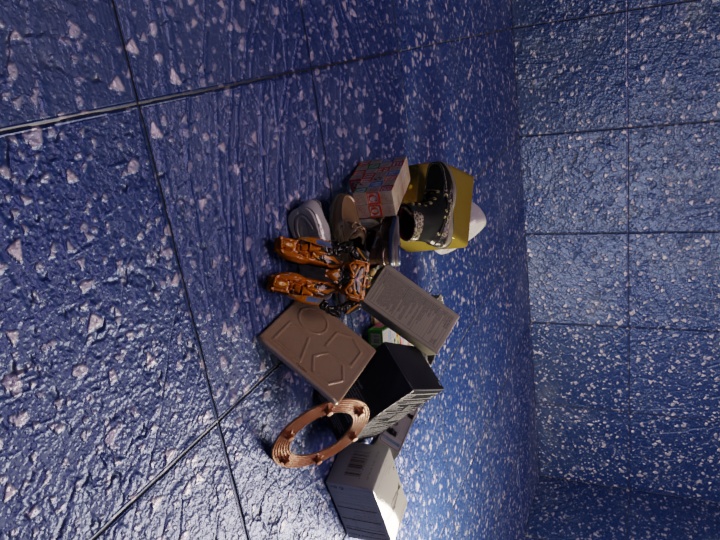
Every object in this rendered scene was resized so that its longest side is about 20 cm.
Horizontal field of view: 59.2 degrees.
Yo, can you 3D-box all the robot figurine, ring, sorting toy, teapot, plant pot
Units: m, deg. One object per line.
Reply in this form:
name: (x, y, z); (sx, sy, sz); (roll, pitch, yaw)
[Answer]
robot figurine: (-0.068, 0.007, 1.169); (0.198, 0.058, 0.146); (12, 83, -21)
ring: (-0.071, 0.309, 1.178); (0.019, 0.200, 0.201); (55, 2, 38)
sorting toy: (-0.079, 0.144, 1.184); (0.037, 0.185, 0.200); (-53, 176, 32)
teapot: (0.271, -0.154, 1.898); (0.147, 0.196, 0.200); (58, -12, 14)
plant pot: (0.150, -0.173, 1.604); (0.199, 0.194, 0.196); (23, 70, -49)

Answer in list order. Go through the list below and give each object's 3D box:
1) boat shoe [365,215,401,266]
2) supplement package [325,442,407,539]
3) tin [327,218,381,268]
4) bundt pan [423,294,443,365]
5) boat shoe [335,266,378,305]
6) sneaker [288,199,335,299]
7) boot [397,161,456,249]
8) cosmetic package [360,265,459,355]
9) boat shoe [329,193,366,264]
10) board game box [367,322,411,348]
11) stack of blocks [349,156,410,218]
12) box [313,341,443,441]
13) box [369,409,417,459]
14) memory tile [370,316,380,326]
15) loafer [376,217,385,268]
boat shoe: (0.046, -0.068, 1.316); (0.200, 0.072, 0.073); (-87, 176, -70)
supplement package: (0.018, 0.498, 1.418); (0.117, 0.116, 0.201); (-60, 143, -47)
tin: (-0.009, -0.060, 1.360); (0.199, 0.042, 0.113); (-8, 75, -47)
bundt pan: (0.174, 0.160, 1.759); (0.202, 0.075, 0.204); (8, 90, -72)
boat shoe: (0.000, 0.000, 1.422); (0.075, 0.068, 0.201); (61, 39, -46)
sneaker: (-0.081, -0.040, 1.252); (0.081, 0.076, 0.202); (-54, 139, -62)
boot: (0.147, -0.154, 1.430); (0.153, 0.073, 0.206); (2, 87, -49)
cosmetic package: (0.102, 0.086, 1.374); (0.104, 0.199, 0.073); (-55, -174, -15)
boat shoe: (-0.015, -0.068, 1.282); (0.071, 0.064, 0.202); (10, 67, -42)
board game box: (0.081, 0.198, 1.594); (0.200, 0.040, 0.155); (-21, 110, -63)
stack of blocks: (0.037, -0.185, 1.404); (0.200, 0.114, 0.059); (-67, 149, -57)
box: (0.043, 0.256, 1.344); (0.124, 0.198, 0.200); (59, 16, 21)
box: (0.076, 0.388, 1.530); (0.117, 0.060, 0.200); (-62, 175, 34)
memory tile: (0.080, 0.120, 1.654); (0.200, 0.017, 0.154); (-54, 138, -51)
loafer: (0.046, -0.058, 1.523); (0.072, 0.062, 0.202); (-33, 120, -60)
